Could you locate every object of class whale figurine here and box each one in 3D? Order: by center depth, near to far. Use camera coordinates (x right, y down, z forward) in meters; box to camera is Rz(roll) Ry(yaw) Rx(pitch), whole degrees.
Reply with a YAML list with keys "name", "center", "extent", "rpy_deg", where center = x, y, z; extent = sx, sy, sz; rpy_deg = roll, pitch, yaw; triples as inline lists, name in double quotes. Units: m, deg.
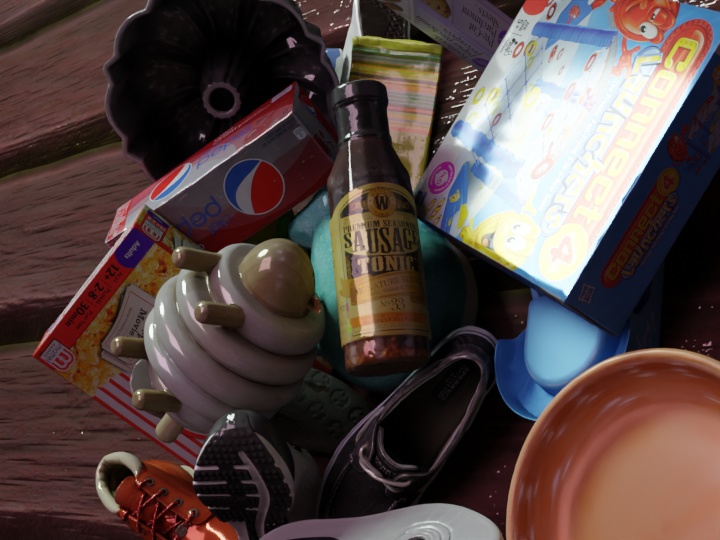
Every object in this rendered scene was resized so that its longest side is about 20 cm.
- name: "whale figurine"
  center: [0.000, 0.000, 0.991]
  extent: [0.159, 0.103, 0.201]
  rpy_deg: [-48, 54, 17]

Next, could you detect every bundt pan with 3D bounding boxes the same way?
- name: "bundt pan"
  center: [-0.112, -0.158, 1.090]
  extent: [0.202, 0.201, 0.076]
  rpy_deg: [-42, 20, 24]

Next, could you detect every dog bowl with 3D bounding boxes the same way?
- name: "dog bowl"
  center: [0.153, 0.012, 0.870]
  extent: [0.111, 0.049, 0.203]
  rpy_deg: [-16, 56, 45]

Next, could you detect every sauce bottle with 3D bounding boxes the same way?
- name: "sauce bottle"
  center: [0.008, -0.031, 0.894]
  extent: [0.066, 0.065, 0.203]
  rpy_deg: [-20, 73, 42]

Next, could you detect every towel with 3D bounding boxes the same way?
- name: "towel"
  center: [0.016, -0.089, 1.060]
  extent: [0.085, 0.018, 0.203]
  rpy_deg: [9, 90, 31]

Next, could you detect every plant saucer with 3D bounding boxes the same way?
- name: "plant saucer"
  center: [0.172, 0.147, 0.742]
  extent: [0.198, 0.037, 0.203]
  rpy_deg: [-15, 67, 40]

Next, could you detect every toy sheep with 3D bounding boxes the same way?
- name: "toy sheep"
  center: [-0.099, 0.053, 0.935]
  extent: [0.200, 0.137, 0.139]
  rpy_deg: [-47, 38, 30]

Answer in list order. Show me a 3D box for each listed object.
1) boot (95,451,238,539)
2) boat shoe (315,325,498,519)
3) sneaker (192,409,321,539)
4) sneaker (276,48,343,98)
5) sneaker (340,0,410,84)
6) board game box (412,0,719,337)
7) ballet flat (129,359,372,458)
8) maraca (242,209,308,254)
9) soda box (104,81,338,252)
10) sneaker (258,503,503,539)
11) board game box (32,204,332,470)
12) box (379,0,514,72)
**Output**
- name: "boot"
  center: [-0.149, 0.211, 1.060]
  extent: [0.199, 0.107, 0.076]
  rpy_deg: [28, 87, 52]
- name: "boat shoe"
  center: [0.025, 0.122, 0.909]
  extent: [0.072, 0.071, 0.201]
  rpy_deg: [35, 105, 9]
- name: "sneaker"
  center: [-0.069, 0.152, 0.944]
  extent: [0.072, 0.201, 0.081]
  rpy_deg: [4, 54, 12]
- name: "sneaker"
  center: [-0.097, -0.186, 1.207]
  extent: [0.199, 0.114, 0.082]
  rpy_deg: [178, 108, -70]
- name: "sneaker"
  center: [0.017, -0.150, 1.144]
  extent: [0.085, 0.072, 0.203]
  rpy_deg: [117, 159, -72]
- name: "board game box"
  center: [0.144, -0.086, 0.855]
  extent: [0.202, 0.056, 0.195]
  rpy_deg: [-59, 34, 2]
- name: "ballet flat"
  center: [-0.085, 0.107, 1.018]
  extent: [0.047, 0.197, 0.068]
  rpy_deg: [94, -174, -65]
- name: "maraca"
  center: [-0.107, -0.015, 1.152]
  extent: [0.138, 0.106, 0.200]
  rpy_deg: [-51, 38, 13]
- name: "soda box"
  center: [-0.111, -0.064, 1.059]
  extent: [0.199, 0.070, 0.064]
  rpy_deg: [-32, 26, 18]
- name: "sneaker"
  center: [0.025, 0.222, 0.859]
  extent: [0.198, 0.113, 0.073]
  rpy_deg: [-9, 19, 38]
- name: "board game box"
  center: [-0.143, 0.067, 1.060]
  extent: [0.152, 0.199, 0.046]
  rpy_deg: [-48, 14, 22]
- name: "box"
  center: [0.046, -0.223, 1.024]
  extent: [0.038, 0.199, 0.042]
  rpy_deg: [-1, 65, 53]
